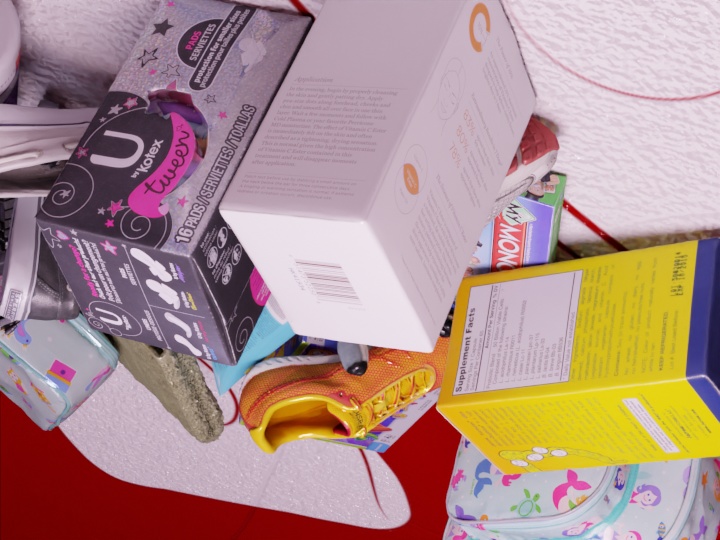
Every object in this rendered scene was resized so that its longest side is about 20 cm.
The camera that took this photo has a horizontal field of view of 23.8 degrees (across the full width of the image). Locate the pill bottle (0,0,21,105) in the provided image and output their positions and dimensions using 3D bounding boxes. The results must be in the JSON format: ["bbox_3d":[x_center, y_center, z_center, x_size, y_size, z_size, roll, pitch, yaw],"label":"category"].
[{"bbox_3d":[-0.308,-0.125,1.253,0.111,0.112,0.200,24,150,0],"label":"pill bottle"}]

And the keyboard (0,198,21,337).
[{"bbox_3d":[-0.240,-0.024,1.308,0.200,0.127,0.021,-17,163,23],"label":"keyboard"}]

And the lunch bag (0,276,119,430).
[{"bbox_3d":[-0.288,0.053,1.443,0.160,0.077,0.200,45,160,-2],"label":"lunch bag"}]

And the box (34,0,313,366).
[{"bbox_3d":[-0.107,-0.063,1.116,0.114,0.200,0.132,12,148,19],"label":"box"}]

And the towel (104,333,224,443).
[{"bbox_3d":[-0.175,0.058,1.394,0.148,0.036,0.200,42,164,27],"label":"towel"}]

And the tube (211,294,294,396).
[{"bbox_3d":[-0.074,0.031,1.271,0.050,0.078,0.200,-3,163,-32],"label":"tube"}]

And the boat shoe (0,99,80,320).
[{"bbox_3d":[-0.227,-0.042,1.257,0.056,0.200,0.069,10,140,-13],"label":"boat shoe"}]

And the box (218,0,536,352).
[{"bbox_3d":[0.016,-0.071,1.013,0.097,0.200,0.125,6,145,29],"label":"box"}]

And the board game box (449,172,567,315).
[{"bbox_3d":[0.074,-0.019,1.229,0.134,0.029,0.200,18,150,13],"label":"board game box"}]

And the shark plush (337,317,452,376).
[{"bbox_3d":[0.000,0.000,1.261,0.200,0.091,0.084,-136,33,-62],"label":"shark plush"}]

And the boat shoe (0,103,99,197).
[{"bbox_3d":[-0.198,-0.077,1.207,0.200,0.066,0.072,2,151,-34],"label":"boat shoe"}]

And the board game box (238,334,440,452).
[{"bbox_3d":[-0.010,0.088,1.406,0.134,0.045,0.200,12,153,-14],"label":"board game box"}]

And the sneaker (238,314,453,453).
[{"bbox_3d":[0.010,0.090,1.273,0.199,0.077,0.073,-19,134,-1],"label":"sneaker"}]

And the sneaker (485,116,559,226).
[{"bbox_3d":[0.046,-0.033,1.123,0.200,0.078,0.082,-34,132,17],"label":"sneaker"}]

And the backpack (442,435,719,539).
[{"bbox_3d":[0.170,0.157,1.292,0.199,0.178,0.151,2,150,27],"label":"backpack"}]

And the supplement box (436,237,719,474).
[{"bbox_3d":[0.169,0.063,1.173,0.200,0.109,0.110,-9,143,32],"label":"supplement box"}]
